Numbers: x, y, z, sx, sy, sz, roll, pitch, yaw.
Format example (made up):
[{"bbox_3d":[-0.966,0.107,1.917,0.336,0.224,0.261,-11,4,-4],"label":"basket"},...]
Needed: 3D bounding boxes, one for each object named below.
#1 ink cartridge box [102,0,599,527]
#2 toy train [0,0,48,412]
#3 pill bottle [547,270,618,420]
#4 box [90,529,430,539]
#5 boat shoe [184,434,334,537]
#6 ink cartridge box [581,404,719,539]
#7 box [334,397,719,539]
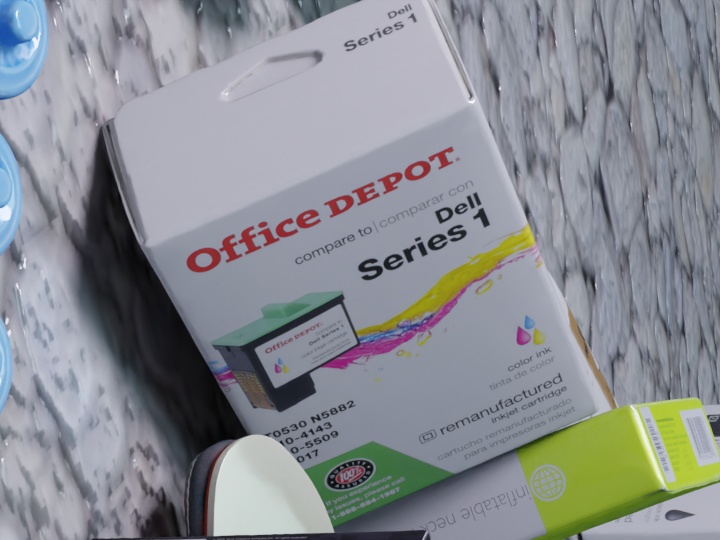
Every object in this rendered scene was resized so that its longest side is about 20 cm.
[{"bbox_3d":[0.000,0.000,0.938,0.084,0.144,0.200,-111,176,-46],"label":"ink cartridge box"},{"bbox_3d":[-0.158,-0.031,0.660,0.114,0.086,0.201,25,65,-55],"label":"toy train"},{"bbox_3d":[0.057,0.047,1.138,0.200,0.114,0.115,58,35,-50],"label":"pill bottle"},{"bbox_3d":[-0.022,0.193,0.880,0.036,0.142,0.201,-58,140,-57],"label":"box"},{"bbox_3d":[-0.043,0.161,0.942,0.071,0.062,0.201,-28,113,-38],"label":"boat shoe"},{"bbox_3d":[0.266,0.163,1.528,0.145,0.199,0.084,-62,142,-53],"label":"ink cartridge box"},{"bbox_3d":[0.062,0.115,1.054,0.122,0.199,0.048,4,65,-68],"label":"box"}]
